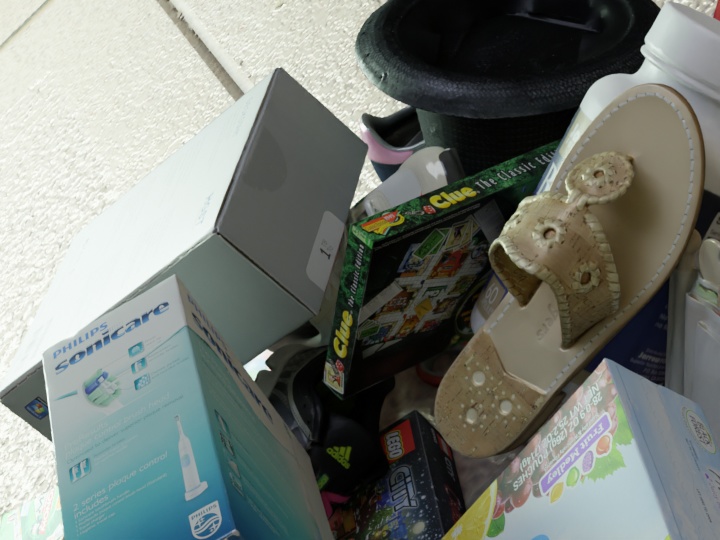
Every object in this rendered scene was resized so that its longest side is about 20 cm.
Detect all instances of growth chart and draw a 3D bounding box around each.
[{"bbox_3d":[0.187,0.076,0.924,0.018,0.145,0.200,-6,30,-19],"label":"growth chart"}]

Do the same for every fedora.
[{"bbox_3d":[0.090,-0.107,1.179,0.199,0.092,0.201,-1,30,0],"label":"fedora"}]

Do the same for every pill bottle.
[{"bbox_3d":[0.147,-0.032,1.035,0.201,0.111,0.111,-63,30,15],"label":"pill bottle"}]

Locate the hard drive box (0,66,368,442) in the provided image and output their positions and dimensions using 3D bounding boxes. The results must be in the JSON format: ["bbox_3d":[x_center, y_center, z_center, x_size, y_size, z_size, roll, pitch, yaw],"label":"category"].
[{"bbox_3d":[-0.101,0.000,1.139,0.200,0.077,0.156,-35,24,35],"label":"hard drive box"}]

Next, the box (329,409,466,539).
[{"bbox_3d":[0.001,0.185,1.087,0.136,0.038,0.200,-35,34,16],"label":"box"}]

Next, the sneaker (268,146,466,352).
[{"bbox_3d":[0.000,0.000,1.147,0.200,0.093,0.071,122,135,-57],"label":"sneaker"}]

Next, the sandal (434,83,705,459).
[{"bbox_3d":[0.091,0.007,0.961,0.078,0.070,0.212,39,112,23],"label":"sandal"}]

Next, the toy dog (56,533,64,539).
[{"bbox_3d":[-0.106,0.128,1.176,0.132,0.096,0.201,-25,30,48],"label":"toy dog"}]

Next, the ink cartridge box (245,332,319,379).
[{"bbox_3d":[-0.060,0.068,1.276,0.119,0.042,0.201,-27,35,33],"label":"ink cartridge box"}]

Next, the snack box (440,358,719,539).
[{"bbox_3d":[0.087,0.168,0.869,0.200,0.067,0.169,-51,29,27],"label":"snack box"}]

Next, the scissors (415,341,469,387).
[{"bbox_3d":[0.023,0.041,1.242,0.199,0.014,0.073,-2,56,48],"label":"scissors"}]

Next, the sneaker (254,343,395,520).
[{"bbox_3d":[-0.034,0.114,1.098,0.087,0.074,0.201,-22,34,42],"label":"sneaker"}]

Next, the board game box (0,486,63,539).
[{"bbox_3d":[-0.188,0.215,1.273,0.134,0.029,0.201,-29,37,26],"label":"board game box"}]

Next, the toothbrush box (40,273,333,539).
[{"bbox_3d":[-0.073,0.122,0.945,0.085,0.147,0.200,-29,36,7],"label":"toothbrush box"}]

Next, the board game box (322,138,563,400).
[{"bbox_3d":[0.065,-0.008,1.077,0.199,0.105,0.023,-23,45,-38],"label":"board game box"}]

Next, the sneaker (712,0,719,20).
[{"bbox_3d":[0.190,-0.101,1.154,0.115,0.078,0.201,-17,41,34],"label":"sneaker"}]

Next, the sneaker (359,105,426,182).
[{"bbox_3d":[0.090,-0.115,1.273,0.200,0.082,0.070,-36,35,13],"label":"sneaker"}]
